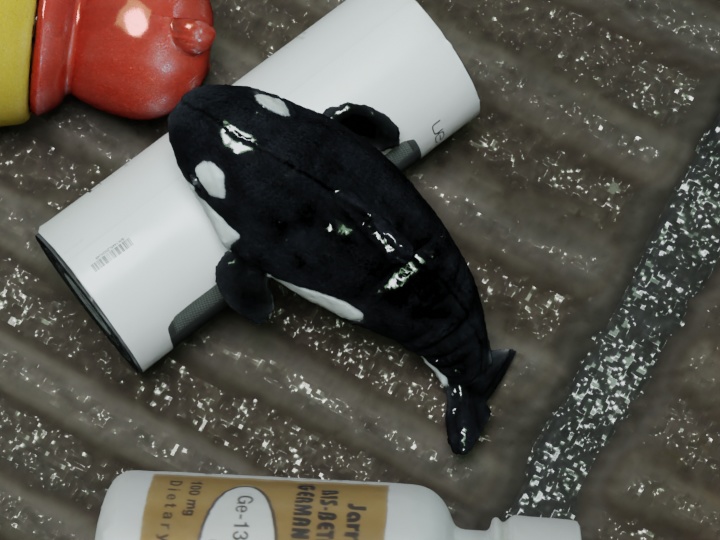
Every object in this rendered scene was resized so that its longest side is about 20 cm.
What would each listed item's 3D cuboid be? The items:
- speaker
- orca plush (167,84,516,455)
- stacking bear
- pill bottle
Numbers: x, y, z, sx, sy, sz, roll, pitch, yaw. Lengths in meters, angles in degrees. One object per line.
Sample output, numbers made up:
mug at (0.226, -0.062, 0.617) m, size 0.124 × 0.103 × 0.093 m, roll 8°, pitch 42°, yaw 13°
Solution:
speaker at (-0.045, -0.046, 1.039) m, size 0.200 × 0.081 × 0.081 m, roll -38°, pitch 76°, yaw -10°
orca plush at (0.000, 0.000, 0.982) m, size 0.105 × 0.071 × 0.200 m, roll -35°, pitch 110°, yaw -10°
stacking bear at (-0.166, -0.118, 1.047) m, size 0.199 × 0.121 × 0.114 m, roll 7°, pitch 72°, yaw -4°
pill bottle at (-0.009, 0.145, 0.967) m, size 0.199 × 0.114 × 0.115 m, roll 2°, pitch 74°, yaw 2°
